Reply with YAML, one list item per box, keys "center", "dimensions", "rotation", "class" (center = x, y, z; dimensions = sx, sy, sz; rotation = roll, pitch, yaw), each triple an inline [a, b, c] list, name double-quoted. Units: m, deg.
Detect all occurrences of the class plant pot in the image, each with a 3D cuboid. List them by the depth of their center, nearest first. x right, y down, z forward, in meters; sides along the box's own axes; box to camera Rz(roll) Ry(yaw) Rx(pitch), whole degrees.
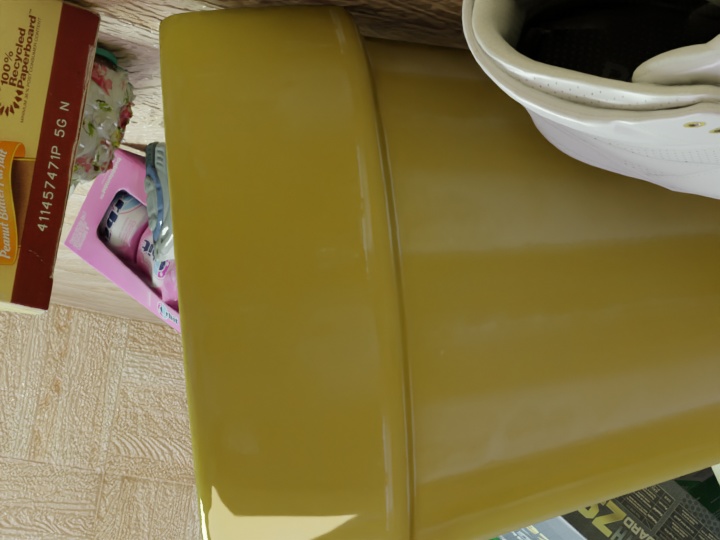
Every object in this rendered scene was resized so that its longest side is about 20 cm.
- center: [0.033, 0.007, 0.633]
  dimensions: [0.187, 0.203, 0.201]
  rotation: [-6, 176, -5]
  class: "plant pot"

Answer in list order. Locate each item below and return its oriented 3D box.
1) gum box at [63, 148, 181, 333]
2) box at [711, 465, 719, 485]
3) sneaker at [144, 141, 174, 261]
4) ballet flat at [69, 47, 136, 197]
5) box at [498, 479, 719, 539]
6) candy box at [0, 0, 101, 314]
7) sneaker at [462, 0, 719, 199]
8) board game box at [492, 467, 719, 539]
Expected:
- center: [-0.067, -0.002, 1.091]
  dimensions: [0.113, 0.067, 0.199]
  rotation: [34, -170, 36]
  class: "gum box"
- center: [0.278, 0.094, 0.956]
  dimensions: [0.175, 0.097, 0.201]
  rotation: [4, 131, 47]
  class: "box"
- center: [-0.054, -0.045, 0.899]
  dimensions: [0.086, 0.075, 0.200]
  rotation: [-5, -178, -13]
  class: "sneaker"
- center: [-0.146, -0.059, 0.845]
  dimensions: [0.075, 0.065, 0.200]
  rotation: [10, 175, -11]
  class: "ballet flat"
- center: [0.105, 0.114, 0.850]
  dimensions: [0.200, 0.051, 0.158]
  rotation: [41, 167, 3]
  class: "box"
- center: [-0.188, -0.049, 0.749]
  dimensions: [0.055, 0.117, 0.199]
  rotation: [15, 172, -40]
  class: "candy box"
- center: [0.123, -0.043, 0.472]
  dimensions: [0.198, 0.075, 0.115]
  rotation: [9, 178, 20]
  class: "sneaker"
- center: [0.175, 0.124, 1.090]
  dimensions: [0.199, 0.029, 0.134]
  rotation: [-28, -172, -27]
  class: "board game box"
